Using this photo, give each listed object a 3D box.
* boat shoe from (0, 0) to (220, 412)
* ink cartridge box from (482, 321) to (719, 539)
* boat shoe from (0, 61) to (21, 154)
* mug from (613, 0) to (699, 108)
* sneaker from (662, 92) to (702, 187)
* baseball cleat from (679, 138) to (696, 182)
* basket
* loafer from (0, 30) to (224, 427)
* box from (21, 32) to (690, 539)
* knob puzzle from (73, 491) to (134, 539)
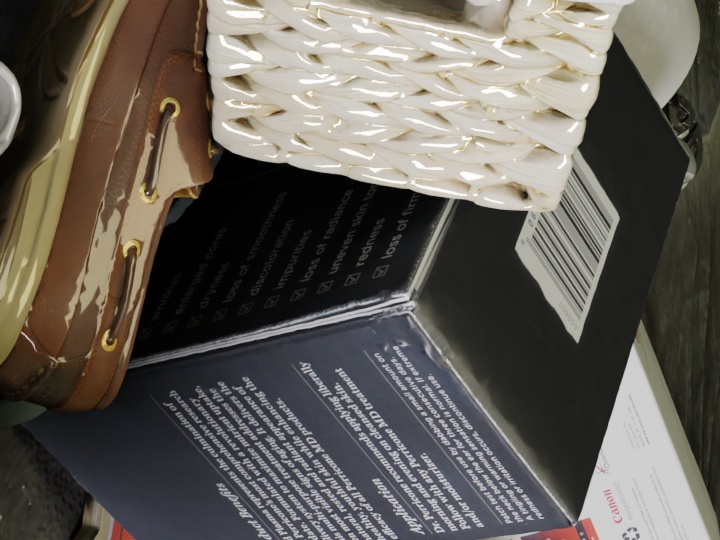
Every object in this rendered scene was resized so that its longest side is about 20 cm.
[{"bbox_3d":[-0.084,-0.047,0.656,0.067,0.072,0.201,28,69,-27],"label":"boat shoe"},{"bbox_3d":[0.062,0.090,0.917,0.084,0.175,0.200,-88,156,-60],"label":"ink cartridge box"},{"bbox_3d":[-0.156,-0.013,0.553,0.202,0.086,0.075,-49,137,-56],"label":"boat shoe"},{"bbox_3d":[0.064,-0.171,0.852,0.200,0.147,0.176,-62,140,-32],"label":"mug"},{"bbox_3d":[0.091,-0.070,1.077,0.200,0.079,0.074,8,76,-27],"label":"sneaker"},{"bbox_3d":[0.081,-0.093,0.993,0.070,0.199,0.107,157,-62,-73],"label":"baseball cleat"},{"bbox_3d":[0.026,-0.130,0.649,0.124,0.135,0.200,99,3,-46],"label":"basket"},{"bbox_3d":[-0.101,-0.039,0.710,0.063,0.072,0.200,56,45,-40],"label":"loafer"},{"bbox_3d":[0.000,0.000,0.760,0.124,0.196,0.200,53,42,-30],"label":"box"},{"bbox_3d":[-0.068,0.128,0.864,0.220,0.030,0.220,4,90,-68],"label":"knob puzzle"}]
